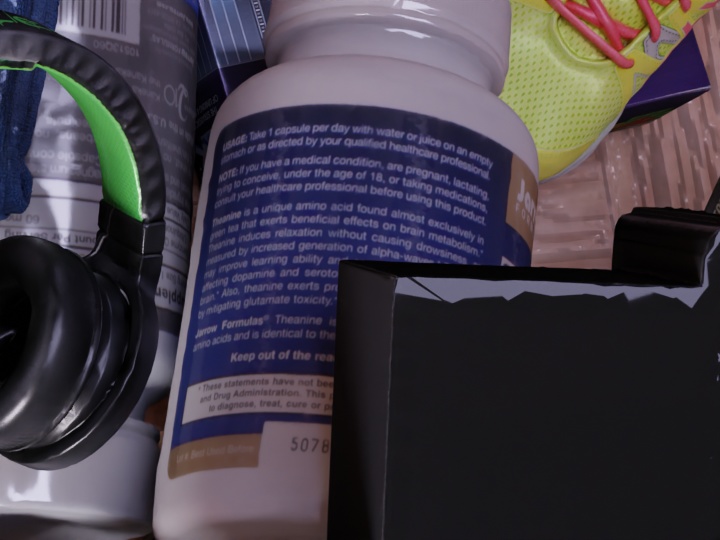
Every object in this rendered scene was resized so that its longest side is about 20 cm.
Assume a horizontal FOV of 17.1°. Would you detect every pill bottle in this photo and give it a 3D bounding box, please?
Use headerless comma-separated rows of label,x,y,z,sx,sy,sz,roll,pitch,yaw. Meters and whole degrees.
pill bottle,0.000,0.000,0.779,0.111,0.111,0.200,15,68,-18
pill bottle,-0.112,-0.013,0.804,0.114,0.114,0.200,6,77,-21

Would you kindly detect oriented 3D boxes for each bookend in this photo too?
bookend,-0.005,0.080,0.648,0.200,0.092,0.199,1,93,-12

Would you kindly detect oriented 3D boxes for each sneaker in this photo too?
sneaker,0.101,-0.116,0.865,0.078,0.090,0.200,40,69,-12

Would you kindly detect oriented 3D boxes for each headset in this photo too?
headset,-0.127,0.021,0.690,0.123,0.094,0.200,-1,108,-39

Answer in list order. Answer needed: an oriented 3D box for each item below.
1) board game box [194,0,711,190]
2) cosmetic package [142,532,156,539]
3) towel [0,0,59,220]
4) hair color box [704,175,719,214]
board game box,0.017,-0.121,0.911,0.200,0.057,0.166,-15,83,-24
cosmetic package,-0.080,0.190,0.794,0.104,0.073,0.200,42,67,-9
towel,-0.194,-0.069,0.756,0.200,0.049,0.112,2,77,19
hair color box,0.213,0.015,0.905,0.200,0.102,0.061,3,33,-29
